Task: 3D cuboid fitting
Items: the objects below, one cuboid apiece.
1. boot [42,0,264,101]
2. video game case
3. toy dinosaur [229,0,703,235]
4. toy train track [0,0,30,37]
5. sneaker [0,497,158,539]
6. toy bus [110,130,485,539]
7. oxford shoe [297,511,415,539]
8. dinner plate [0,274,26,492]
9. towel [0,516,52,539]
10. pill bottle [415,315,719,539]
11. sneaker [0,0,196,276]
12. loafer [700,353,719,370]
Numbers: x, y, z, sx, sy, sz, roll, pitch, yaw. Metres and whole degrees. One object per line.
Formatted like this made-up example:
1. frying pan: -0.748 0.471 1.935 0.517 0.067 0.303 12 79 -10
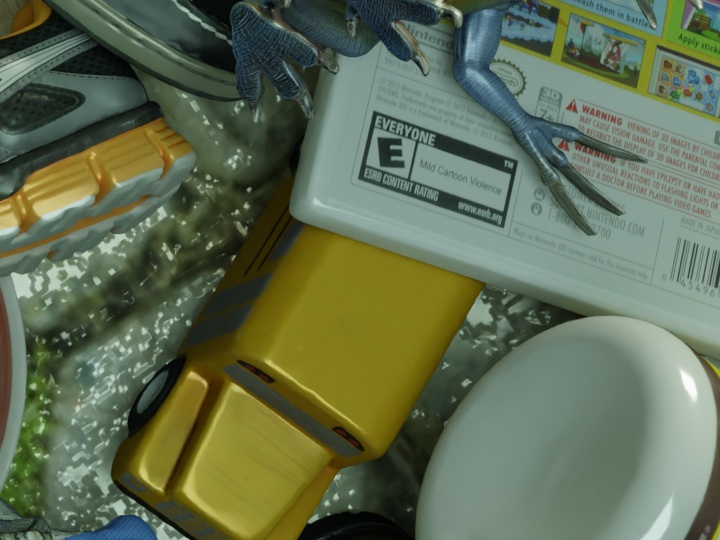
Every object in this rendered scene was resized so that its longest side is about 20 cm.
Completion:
1. boot: -0.064 -0.168 0.910 0.154 0.073 0.204 -44 83 21
2. video game case: 0.087 -0.074 0.975 0.199 0.023 0.183 18 74 -19
3. toy dinosaur: 0.041 -0.108 0.895 0.200 0.105 0.181 51 41 -4
4. toy train track: -0.150 -0.061 0.965 0.200 0.033 0.115 -29 101 -11
5. sneaker: -0.156 0.097 0.961 0.199 0.077 0.085 12 57 -2
6. toy bus: 0.000 0.000 0.979 0.065 0.078 0.200 37 69 -15
7. oxford shoe: -0.055 0.149 0.982 0.200 0.084 0.073 -37 104 -9
8. dinner plate: -0.203 0.030 0.916 0.199 0.024 0.201 4 73 -12
9. towel: -0.189 0.163 0.870 0.199 0.035 0.193 2 103 -16
10. pill bottle: 0.117 0.104 0.932 0.200 0.109 0.109 36 84 -36
11. sneaker: -0.150 -0.026 0.896 0.200 0.078 0.077 -21 79 -31
12. loafer: 0.136 0.000 1.036 0.200 0.070 0.070 -27 98 -21
